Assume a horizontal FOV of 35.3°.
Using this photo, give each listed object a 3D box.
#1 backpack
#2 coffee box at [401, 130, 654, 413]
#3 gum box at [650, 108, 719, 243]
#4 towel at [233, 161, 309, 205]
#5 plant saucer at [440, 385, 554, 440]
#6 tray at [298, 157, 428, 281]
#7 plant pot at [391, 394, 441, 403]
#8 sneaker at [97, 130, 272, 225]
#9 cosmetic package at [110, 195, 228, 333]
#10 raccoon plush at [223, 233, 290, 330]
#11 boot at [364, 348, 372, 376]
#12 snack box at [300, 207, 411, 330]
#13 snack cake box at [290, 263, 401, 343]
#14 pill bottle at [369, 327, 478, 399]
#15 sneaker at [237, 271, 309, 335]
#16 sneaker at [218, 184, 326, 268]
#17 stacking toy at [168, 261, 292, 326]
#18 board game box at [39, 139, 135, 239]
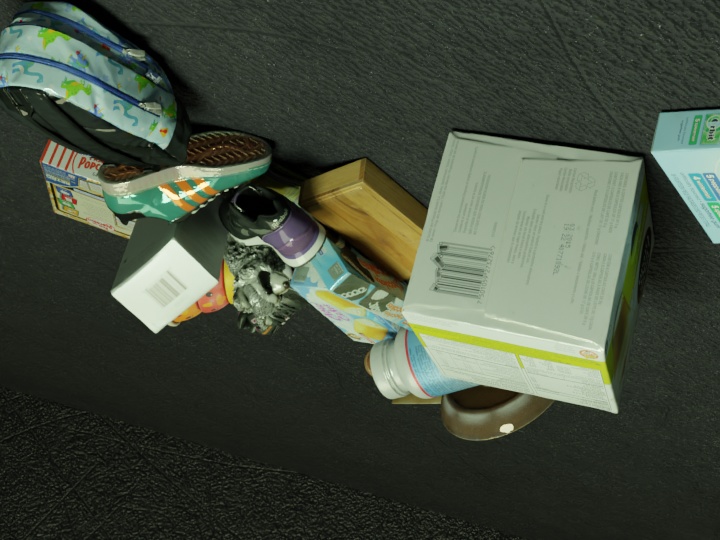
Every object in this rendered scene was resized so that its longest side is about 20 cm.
[{"bbox_3d":[-0.289,-0.188,1.171,0.162,0.156,0.199,12,-175,35],"label":"backpack"},{"bbox_3d":[0.178,0.005,1.146,0.198,0.202,0.198,10,160,22],"label":"coffee box"},{"bbox_3d":[0.376,-0.079,0.974,0.198,0.045,0.170,2,154,38],"label":"gum box"},{"bbox_3d":[-0.090,-0.079,1.437,0.142,0.023,0.200,23,160,-15],"label":"towel"},{"bbox_3d":[0.191,0.147,1.552,0.199,0.201,0.032,-2,132,45],"label":"plant saucer"},{"bbox_3d":[0.028,-0.055,1.341,0.098,0.037,0.199,-16,142,36],"label":"tray"},{"bbox_3d":[0.148,0.196,1.793,0.197,0.028,0.200,-1,174,0],"label":"plant pot"},{"bbox_3d":[-0.195,-0.102,1.299,0.197,0.072,0.080,-10,135,-2],"label":"sneaker"},{"bbox_3d":[-0.227,-0.028,1.390,0.112,0.201,0.081,-38,115,16],"label":"cosmetic package"},{"bbox_3d":[-0.157,0.007,1.493,0.096,0.136,0.199,28,159,-30],"label":"raccoon plush"},{"bbox_3d":[0.107,0.140,1.747,0.197,0.078,0.155,12,167,1],"label":"boot"},{"bbox_3d":[0.000,0.000,1.396,0.199,0.037,0.117,28,-156,-54],"label":"snack box"},{"bbox_3d":[0.001,0.039,1.605,0.114,0.068,0.200,5,156,32],"label":"snack cake box"},{"bbox_3d":[0.117,0.111,1.539,0.198,0.110,0.109,-19,144,27],"label":"pill bottle"},{"bbox_3d":[-0.127,0.058,1.744,0.080,0.087,0.199,25,159,-23],"label":"sneaker"},{"bbox_3d":[-0.120,-0.074,1.311,0.088,0.076,0.199,44,167,-35],"label":"sneaker"},{"bbox_3d":[-0.198,0.003,1.653,0.197,0.148,0.146,-3,157,8],"label":"stacking toy"},{"bbox_3d":[-0.357,-0.107,1.570,0.150,0.047,0.200,20,161,-4],"label":"board game box"}]
